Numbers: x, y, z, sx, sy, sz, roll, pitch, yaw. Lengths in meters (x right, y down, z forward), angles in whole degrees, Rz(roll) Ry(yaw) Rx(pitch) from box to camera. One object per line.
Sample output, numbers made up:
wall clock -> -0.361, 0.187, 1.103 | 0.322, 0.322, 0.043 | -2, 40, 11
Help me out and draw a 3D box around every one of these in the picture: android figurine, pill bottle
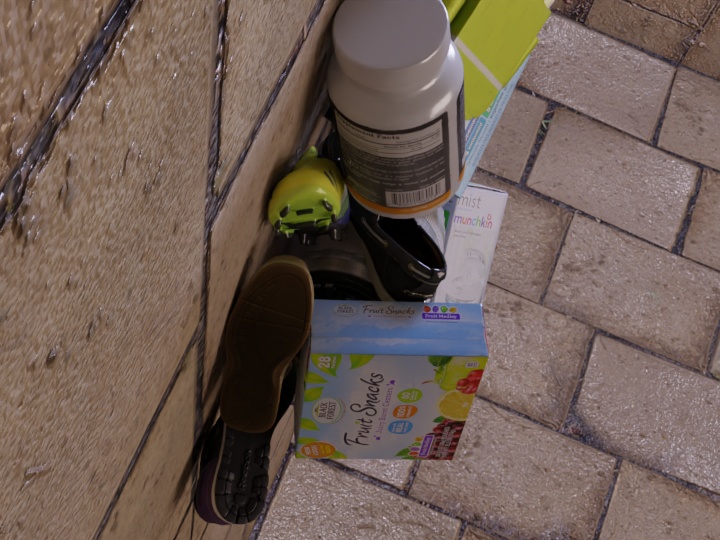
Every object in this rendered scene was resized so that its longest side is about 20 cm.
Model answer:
android figurine -> 0.114, -0.224, 1.164 | 0.201, 0.041, 0.182 | -56, 150, 6
pill bottle -> 0.032, -0.142, 1.049 | 0.201, 0.115, 0.117 | 80, 29, -58

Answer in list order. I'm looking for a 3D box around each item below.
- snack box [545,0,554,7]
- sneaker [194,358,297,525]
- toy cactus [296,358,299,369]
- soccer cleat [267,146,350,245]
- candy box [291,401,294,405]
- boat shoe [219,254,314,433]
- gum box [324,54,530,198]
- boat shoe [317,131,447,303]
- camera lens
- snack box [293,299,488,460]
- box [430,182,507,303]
snack box -> 0.115, -0.246, 1.310 | 0.201, 0.037, 0.116 | -53, 141, 10
sneaker -> -0.130, 0.160, 1.265 | 0.087, 0.075, 0.202 | -17, -128, 54
toy cactus -> 0.004, 0.093, 1.438 | 0.165, 0.198, 0.103 | 140, -51, -64
soccer cleat -> -0.047, -0.072, 1.083 | 0.200, 0.064, 0.085 | 45, 38, -83
candy box -> -0.067, 0.088, 1.643 | 0.200, 0.076, 0.170 | 107, 7, -76
boat shoe -> -0.088, 0.058, 1.120 | 0.067, 0.073, 0.201 | -86, -166, -53
gum box -> 0.072, -0.186, 1.228 | 0.199, 0.044, 0.171 | 27, 89, -49
boat shoe -> 0.023, -0.059, 1.181 | 0.071, 0.201, 0.068 | -10, 152, -34
camera lens -> 0.000, 0.000, 1.286 | 0.201, 0.159, 0.161 | -69, 179, -47
snack box -> 0.023, 0.110, 1.191 | 0.201, 0.167, 0.068 | 102, -12, -52
box -> 0.059, -0.033, 1.465 | 0.096, 0.199, 0.178 | 5, 102, -45
